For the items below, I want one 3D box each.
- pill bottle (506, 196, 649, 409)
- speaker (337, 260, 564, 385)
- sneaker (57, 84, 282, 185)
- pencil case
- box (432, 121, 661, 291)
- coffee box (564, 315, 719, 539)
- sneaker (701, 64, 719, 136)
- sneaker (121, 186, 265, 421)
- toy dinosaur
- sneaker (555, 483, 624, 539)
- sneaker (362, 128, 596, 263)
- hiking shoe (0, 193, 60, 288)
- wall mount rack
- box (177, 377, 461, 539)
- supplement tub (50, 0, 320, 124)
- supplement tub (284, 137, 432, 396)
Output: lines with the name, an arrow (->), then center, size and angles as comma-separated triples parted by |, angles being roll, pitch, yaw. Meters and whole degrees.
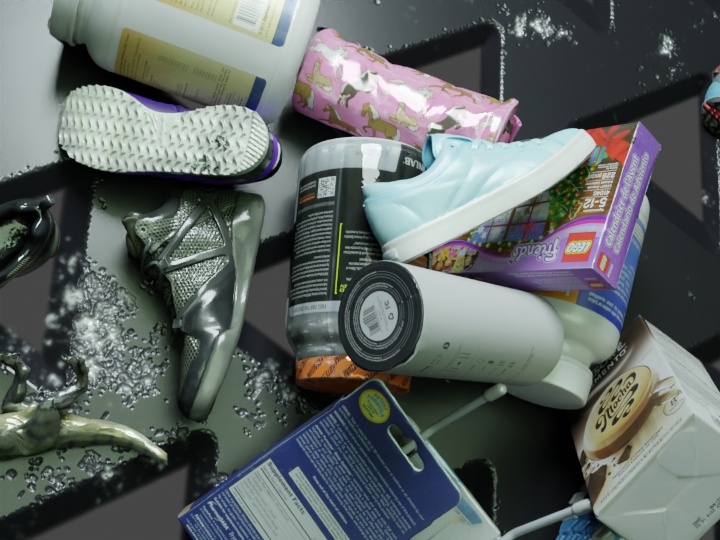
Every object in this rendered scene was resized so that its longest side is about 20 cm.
pill bottle -> 0.186, 0.017, 0.904 | 0.111, 0.112, 0.201 | 23, 71, -11
speaker -> 0.076, 0.046, 0.771 | 0.199, 0.081, 0.082 | 11, 70, -49
sneaker -> -0.156, -0.104, 0.848 | 0.199, 0.099, 0.070 | 12, 88, 17
pencil case -> 0.040, -0.145, 0.884 | 0.199, 0.083, 0.087 | 24, 77, 10
box -> 0.149, -0.050, 0.864 | 0.039, 0.199, 0.138 | 35, 67, -33
coffee box -> 0.243, 0.133, 0.834 | 0.080, 0.200, 0.113 | 36, 107, -8
sneaker -> 0.461, -0.165, 1.054 | 0.199, 0.079, 0.096 | 26, 68, -10
sneaker -> -0.148, 0.020, 0.820 | 0.113, 0.076, 0.201 | 11, 71, -13
toy dinosaur -> -0.251, 0.109, 0.781 | 0.198, 0.047, 0.089 | 2, 91, -18
sneaker -> 0.212, 0.262, 0.885 | 0.200, 0.075, 0.087 | -46, 112, -22
sneaker -> 0.092, -0.080, 0.783 | 0.199, 0.074, 0.082 | -28, 91, -17
hiking shoe -> -0.318, 0.003, 0.755 | 0.200, 0.101, 0.076 | -42, 91, -22
wall mount rack -> 0.084, 0.189, 0.827 | 0.173, 0.075, 0.200 | -38, 90, 5
box -> -0.030, 0.185, 0.791 | 0.199, 0.032, 0.121 | -36, 89, 9
supplement tub -> -0.144, -0.220, 0.841 | 0.199, 0.144, 0.145 | 19, 72, -13
supplement tub -> 0.000, 0.000, 0.844 | 0.122, 0.123, 0.202 | 9, 74, -15
